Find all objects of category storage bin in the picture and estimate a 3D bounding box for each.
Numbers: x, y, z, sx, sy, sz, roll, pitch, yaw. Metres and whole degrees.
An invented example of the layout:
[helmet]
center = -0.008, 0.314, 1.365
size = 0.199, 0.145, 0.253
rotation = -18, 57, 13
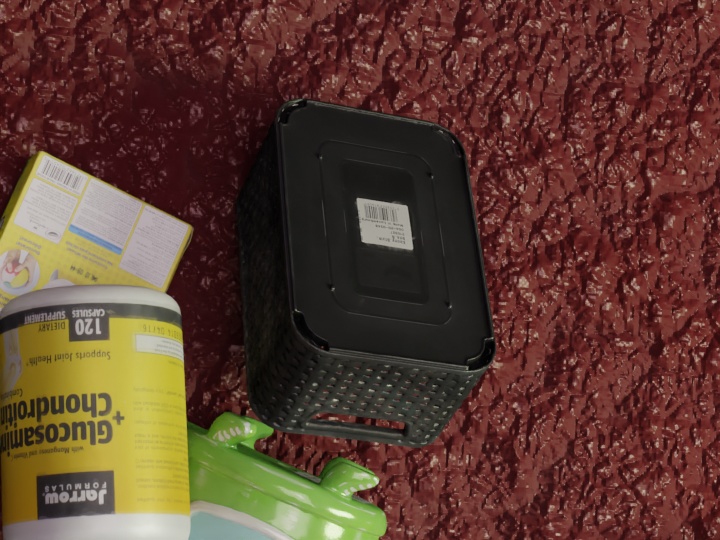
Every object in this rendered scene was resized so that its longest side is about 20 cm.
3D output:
[storage bin]
center = 0.000, 0.000, 1.145
size = 0.134, 0.094, 0.201
rotation = 8, 52, -19

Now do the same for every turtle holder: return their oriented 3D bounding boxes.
[turtle holder]
center = -0.081, 0.162, 1.132
size = 0.184, 0.141, 0.133
rotation = 24, 86, -19

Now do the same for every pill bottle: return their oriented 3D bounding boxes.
[pill bottle]
center = -0.158, 0.116, 1.059
size = 0.111, 0.112, 0.202
rotation = 0, 77, -20

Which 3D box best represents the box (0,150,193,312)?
[box]
center = -0.200, 0.039, 1.145
size = 0.117, 0.048, 0.201
rotation = 27, 76, -17
